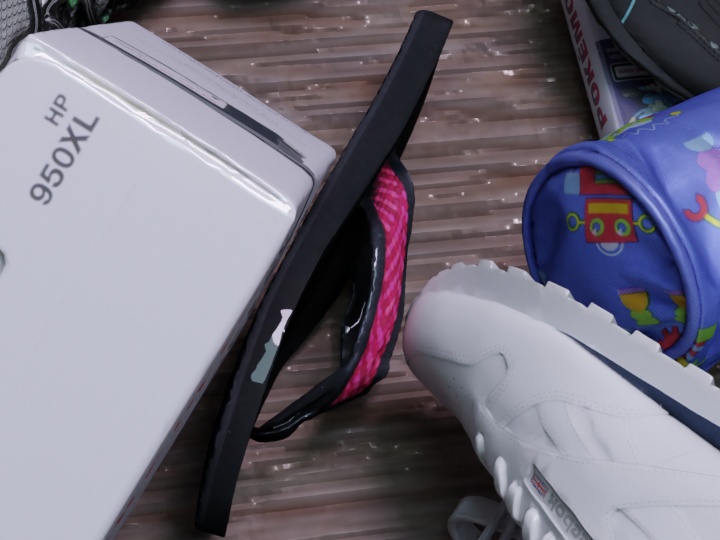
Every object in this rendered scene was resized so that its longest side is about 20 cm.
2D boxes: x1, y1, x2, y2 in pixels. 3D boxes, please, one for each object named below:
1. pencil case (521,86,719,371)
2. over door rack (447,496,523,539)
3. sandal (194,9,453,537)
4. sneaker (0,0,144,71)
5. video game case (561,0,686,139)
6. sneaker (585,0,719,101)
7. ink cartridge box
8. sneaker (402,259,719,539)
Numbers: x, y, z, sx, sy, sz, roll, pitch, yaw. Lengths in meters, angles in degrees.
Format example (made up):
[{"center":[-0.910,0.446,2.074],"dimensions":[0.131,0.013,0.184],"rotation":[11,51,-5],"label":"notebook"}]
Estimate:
[{"center":[0.149,-0.027,0.903],"dimensions":[0.199,0.078,0.087],"rotation":[-21,90,-30],"label":"pencil case"},{"center":[0.115,0.113,0.851],"dimensions":[0.199,0.067,0.148],"rotation":[16,57,30],"label":"over door rack"},{"center":[0.000,0.000,0.895],"dimensions":[0.045,0.075,0.201],"rotation":[26,59,1],"label":"sandal"},{"center":[-0.098,-0.105,0.913],"dimensions":[0.085,0.078,0.201],"rotation":[20,62,-7],"label":"sneaker"},{"center":[0.175,-0.072,1.000],"dimensions":[0.199,0.023,0.183],"rotation":[-4,63,-19],"label":"video game case"},{"center":[0.103,-0.141,0.934],"dimensions":[0.075,0.079,0.201],"rotation":[-36,98,-38],"label":"sneaker"},{"center":[-0.080,0.014,0.771],"dimensions":[0.084,0.200,0.145],"rotation":[31,97,-1],"label":"ink cartridge box"},{"center":[0.074,0.065,0.818],"dimensions":[0.200,0.076,0.081],"rotation":[31,82,42],"label":"sneaker"}]
